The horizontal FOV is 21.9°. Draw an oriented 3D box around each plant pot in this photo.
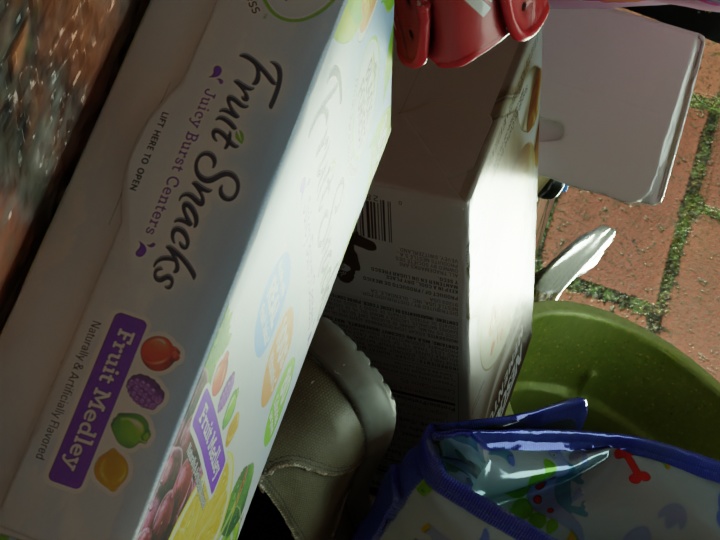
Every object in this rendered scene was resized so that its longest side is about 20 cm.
[{"bbox_3d":[0.098,0.153,0.950,0.190,0.199,0.200,-53,-177,30],"label":"plant pot"}]

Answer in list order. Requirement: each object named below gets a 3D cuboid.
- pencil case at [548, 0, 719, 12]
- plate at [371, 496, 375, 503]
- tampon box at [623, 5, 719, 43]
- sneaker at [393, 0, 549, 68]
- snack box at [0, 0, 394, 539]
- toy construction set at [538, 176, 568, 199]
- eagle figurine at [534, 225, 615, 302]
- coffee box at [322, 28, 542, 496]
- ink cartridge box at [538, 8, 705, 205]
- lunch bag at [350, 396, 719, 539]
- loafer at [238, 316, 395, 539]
[{"bbox_3d":[0.113,-0.143,0.758,0.087,0.198,0.088,6,90,-70],"label":"pencil case"},{"bbox_3d":[-0.010,0.156,0.953,0.200,0.032,0.202,144,-35,-72],"label":"plate"},{"bbox_3d":[0.203,-0.196,0.879,0.127,0.199,0.151,-65,174,-46],"label":"tampon box"},{"bbox_3d":[0.030,-0.119,0.520,0.200,0.078,0.117,-27,105,-79],"label":"sneaker"},{"bbox_3d":[-0.043,0.004,0.500,0.142,0.053,0.201,93,15,-65],"label":"snack box"},{"bbox_3d":[0.089,-0.085,1.191,0.201,0.091,0.132,110,-25,-47],"label":"toy construction set"},{"bbox_3d":[0.064,0.059,1.091,0.151,0.151,0.202,164,-75,-63],"label":"eagle figurine"},{"bbox_3d":[0.025,-0.006,0.783,0.201,0.079,0.115,86,22,-49],"label":"coffee box"},{"bbox_3d":[0.092,-0.094,0.932,0.200,0.143,0.085,-31,136,-80],"label":"ink cartridge box"},{"bbox_3d":[0.075,0.151,0.754,0.171,0.199,0.128,-59,-156,32],"label":"lunch bag"},{"bbox_3d":[-0.037,0.090,0.744,0.069,0.075,0.201,-34,155,-24],"label":"loafer"}]
